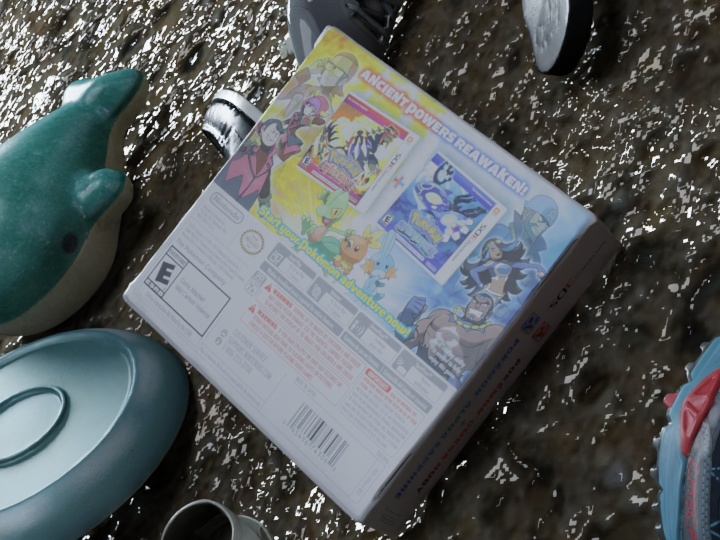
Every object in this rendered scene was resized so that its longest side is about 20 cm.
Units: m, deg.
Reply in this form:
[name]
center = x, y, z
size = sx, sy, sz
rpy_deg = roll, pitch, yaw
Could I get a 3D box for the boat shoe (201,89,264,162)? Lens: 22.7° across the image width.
[boat shoe]
center = -0.049, -0.045, 1.023
size = 0.060, 0.076, 0.200
rpy_deg = -48, 34, -3

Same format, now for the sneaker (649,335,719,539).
[sneaker]
center = 0.182, 0.044, 0.680
size = 0.095, 0.079, 0.201
rpy_deg = 11, 69, 50

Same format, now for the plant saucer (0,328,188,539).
[plant saucer]
center = -0.195, 0.097, 1.048
size = 0.199, 0.028, 0.201
rpy_deg = -20, 32, 13

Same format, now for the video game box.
[video game box]
center = 0.000, 0.000, 0.900
size = 0.200, 0.047, 0.183
rpy_deg = 40, 95, 34

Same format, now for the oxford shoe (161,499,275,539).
[oxford shoe]
center = -0.048, 0.176, 0.850
size = 0.075, 0.058, 0.200
rpy_deg = -47, 37, 4

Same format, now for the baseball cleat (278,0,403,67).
[baseball cleat]
center = 0.009, -0.187, 1.082
size = 0.106, 0.070, 0.201
rpy_deg = -27, 44, 33

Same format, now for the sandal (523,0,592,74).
[sandal]
center = 0.091, -0.191, 0.978
size = 0.075, 0.045, 0.201
rpy_deg = 107, 166, -48

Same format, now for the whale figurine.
[whale figurine]
center = -0.215, -0.058, 1.198
size = 0.158, 0.104, 0.201
rpy_deg = -3, 58, 48
